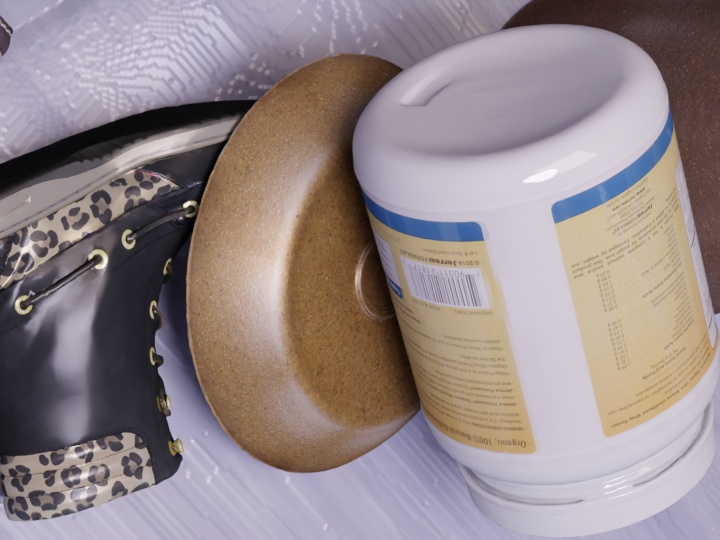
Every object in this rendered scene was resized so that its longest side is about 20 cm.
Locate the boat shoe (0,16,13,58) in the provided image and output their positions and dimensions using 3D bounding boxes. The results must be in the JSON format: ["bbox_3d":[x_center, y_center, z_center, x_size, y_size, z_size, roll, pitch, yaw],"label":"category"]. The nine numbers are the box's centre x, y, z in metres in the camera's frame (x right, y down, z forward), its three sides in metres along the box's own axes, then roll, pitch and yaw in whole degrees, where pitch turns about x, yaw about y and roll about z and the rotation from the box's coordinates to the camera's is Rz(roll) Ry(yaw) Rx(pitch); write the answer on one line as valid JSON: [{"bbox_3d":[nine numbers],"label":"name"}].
[{"bbox_3d":[-0.219,-0.170,1.198,0.200,0.072,0.065,45,73,-14],"label":"boat shoe"}]

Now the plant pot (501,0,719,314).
[{"bbox_3d":[0.180,-0.063,1.344,0.186,0.200,0.188,1,87,-29],"label":"plant pot"}]

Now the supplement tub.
[{"bbox_3d":[0.085,0.005,1.254,0.144,0.144,0.201,-32,123,-27],"label":"supplement tub"}]

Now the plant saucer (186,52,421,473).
[{"bbox_3d":[0.000,0.000,1.293,0.200,0.035,0.202,-15,110,-46],"label":"plant saucer"}]

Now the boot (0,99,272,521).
[{"bbox_3d":[-0.102,0.013,1.260,0.203,0.073,0.155,-22,106,-33],"label":"boot"}]
